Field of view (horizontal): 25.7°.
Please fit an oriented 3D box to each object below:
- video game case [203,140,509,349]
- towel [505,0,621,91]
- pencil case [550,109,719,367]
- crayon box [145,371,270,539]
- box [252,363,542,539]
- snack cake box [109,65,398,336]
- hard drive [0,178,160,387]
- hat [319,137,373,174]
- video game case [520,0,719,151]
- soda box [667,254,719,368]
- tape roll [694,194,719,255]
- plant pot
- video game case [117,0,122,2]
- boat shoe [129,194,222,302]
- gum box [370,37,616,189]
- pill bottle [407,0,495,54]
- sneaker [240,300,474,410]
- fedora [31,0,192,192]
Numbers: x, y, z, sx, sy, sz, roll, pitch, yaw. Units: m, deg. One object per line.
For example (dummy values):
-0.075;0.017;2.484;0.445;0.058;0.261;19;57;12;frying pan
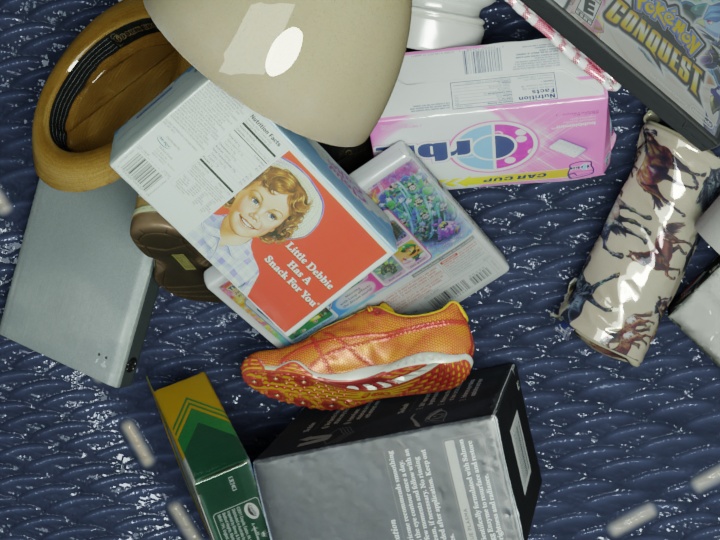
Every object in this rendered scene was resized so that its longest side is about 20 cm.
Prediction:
0.000;0.000;1.321;0.200;0.024;0.182;-33;135;13;video game case
0.159;-0.250;1.212;0.200;0.030;0.146;39;63;-16;towel
0.231;-0.026;1.305;0.089;0.078;0.200;27;102;23;pencil case
-0.122;0.173;1.337;0.052;0.200;0.126;-22;117;-10;crayon box
0.037;0.168;1.307;0.200;0.197;0.118;-12;96;12;box
-0.080;-0.060;1.201;0.115;0.067;0.200;-38;113;13;snack cake box
-0.237;-0.014;1.402;0.139;0.033;0.200;21;101;25;hard drive
-0.077;-0.091;1.321;0.081;0.201;0.201;34;103;30;hat
0.231;-0.221;1.220;0.200;0.025;0.181;36;64;-20;video game case
0.348;0.079;1.305;0.200;0.063;0.071;45;102;2;soda box
0.347;0.016;1.227;0.203;0.203;0.037;39;103;4;tape roll
-0.039;-0.205;1.153;0.200;0.200;0.134;40;112;4;plant pot
-0.103;-0.227;1.364;0.181;0.036;0.200;-31;91;14;video game case
-0.142;-0.033;1.331;0.072;0.200;0.076;1;70;4;boat shoe
0.108;-0.125;1.281;0.200;0.114;0.066;-5;61;4;gum box
0.067;-0.278;1.287;0.114;0.114;0.200;11;99;9;pill bottle
-0.002;0.070;1.329;0.200;0.073;0.077;-7;57;10;sneaker
-0.182;-0.137;1.317;0.200;0.082;0.201;-19;54;28;fedora
